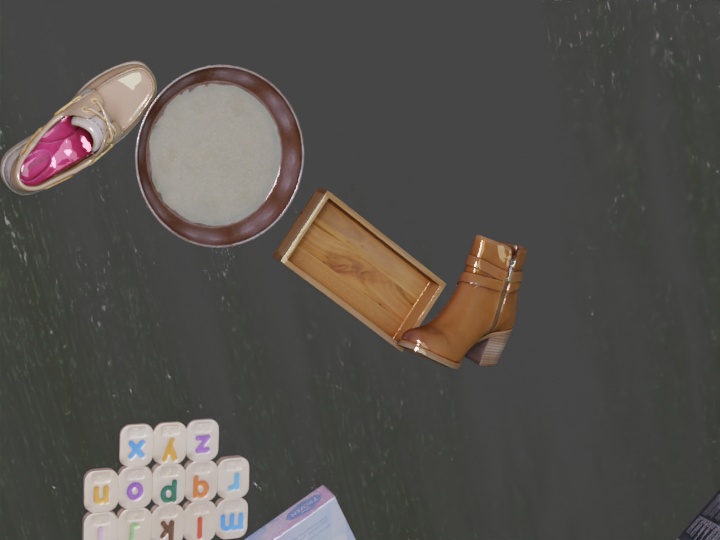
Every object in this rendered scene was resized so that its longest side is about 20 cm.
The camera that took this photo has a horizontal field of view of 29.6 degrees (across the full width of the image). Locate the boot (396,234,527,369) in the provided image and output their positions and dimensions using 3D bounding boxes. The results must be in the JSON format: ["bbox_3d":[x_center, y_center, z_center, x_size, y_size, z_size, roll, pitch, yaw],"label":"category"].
[{"bbox_3d":[0.130,0.036,1.641,0.198,0.076,0.158,6,103,-45],"label":"boot"}]

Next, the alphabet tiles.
[{"bbox_3d":[-0.225,0.271,1.583,0.197,0.015,0.199,-2,100,-24],"label":"alphabet tiles"}]

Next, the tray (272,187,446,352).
[{"bbox_3d":[0.000,0.000,1.623,0.199,0.037,0.099,37,84,-25],"label":"tray"}]

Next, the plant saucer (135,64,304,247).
[{"bbox_3d":[-0.160,-0.128,1.527,0.197,0.034,0.204,-5,102,-24],"label":"plant saucer"}]

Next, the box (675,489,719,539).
[{"bbox_3d":[0.573,0.373,1.926,0.200,0.086,0.164,-44,113,-11],"label":"box"}]

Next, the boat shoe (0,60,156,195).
[{"bbox_3d":[-0.291,-0.147,1.444,0.200,0.069,0.074,-43,114,-11],"label":"boat shoe"}]

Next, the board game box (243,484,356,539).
[{"bbox_3d":[-0.081,0.398,1.651,0.199,0.043,0.201,-32,117,-16],"label":"board game box"}]
